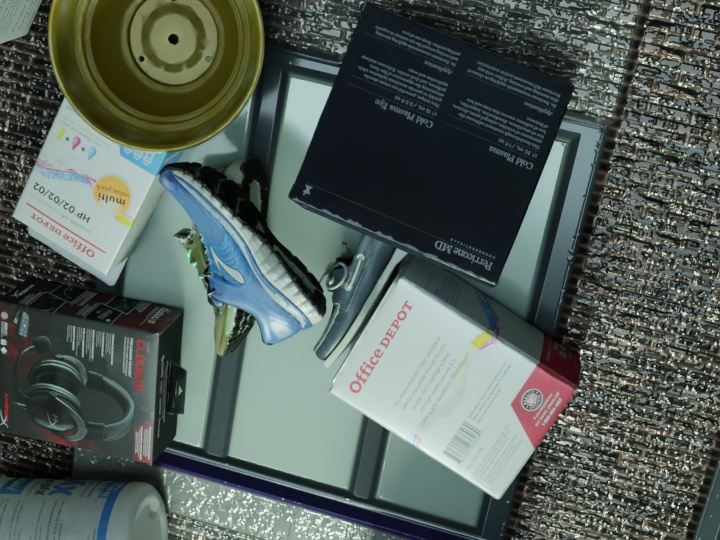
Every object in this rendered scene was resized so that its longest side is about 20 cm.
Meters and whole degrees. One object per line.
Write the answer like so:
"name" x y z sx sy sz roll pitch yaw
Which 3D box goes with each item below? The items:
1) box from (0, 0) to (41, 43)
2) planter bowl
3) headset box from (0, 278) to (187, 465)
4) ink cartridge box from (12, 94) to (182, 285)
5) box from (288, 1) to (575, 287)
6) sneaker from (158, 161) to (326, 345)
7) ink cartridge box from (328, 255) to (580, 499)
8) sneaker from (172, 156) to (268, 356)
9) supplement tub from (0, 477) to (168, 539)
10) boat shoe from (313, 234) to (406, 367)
"box" -0.374 -0.341 1.162 0.198 0.131 0.201 33 113 1
"planter bowl" -0.180 -0.214 1.178 0.197 0.083 0.204 1 101 5
"headset box" -0.273 0.105 1.324 0.197 0.077 0.151 12 111 11
"ink cartridge box" -0.263 -0.080 1.260 0.114 0.068 0.201 31 113 1
"box" 0.062 -0.106 1.125 0.198 0.104 0.184 23 89 5
"sneaker" -0.123 -0.013 1.172 0.089 0.079 0.201 -38 94 14
"ink cartridge box" 0.092 0.100 1.231 0.199 0.086 0.148 34 113 1
"sneaker" -0.142 -0.016 1.261 0.087 0.077 0.203 9 104 20
"supplement tub" -0.318 0.291 1.370 0.197 0.132 0.134 0 109 12
"boat shoe" 0.000 0.000 1.223 0.061 0.075 0.201 29 111 0
